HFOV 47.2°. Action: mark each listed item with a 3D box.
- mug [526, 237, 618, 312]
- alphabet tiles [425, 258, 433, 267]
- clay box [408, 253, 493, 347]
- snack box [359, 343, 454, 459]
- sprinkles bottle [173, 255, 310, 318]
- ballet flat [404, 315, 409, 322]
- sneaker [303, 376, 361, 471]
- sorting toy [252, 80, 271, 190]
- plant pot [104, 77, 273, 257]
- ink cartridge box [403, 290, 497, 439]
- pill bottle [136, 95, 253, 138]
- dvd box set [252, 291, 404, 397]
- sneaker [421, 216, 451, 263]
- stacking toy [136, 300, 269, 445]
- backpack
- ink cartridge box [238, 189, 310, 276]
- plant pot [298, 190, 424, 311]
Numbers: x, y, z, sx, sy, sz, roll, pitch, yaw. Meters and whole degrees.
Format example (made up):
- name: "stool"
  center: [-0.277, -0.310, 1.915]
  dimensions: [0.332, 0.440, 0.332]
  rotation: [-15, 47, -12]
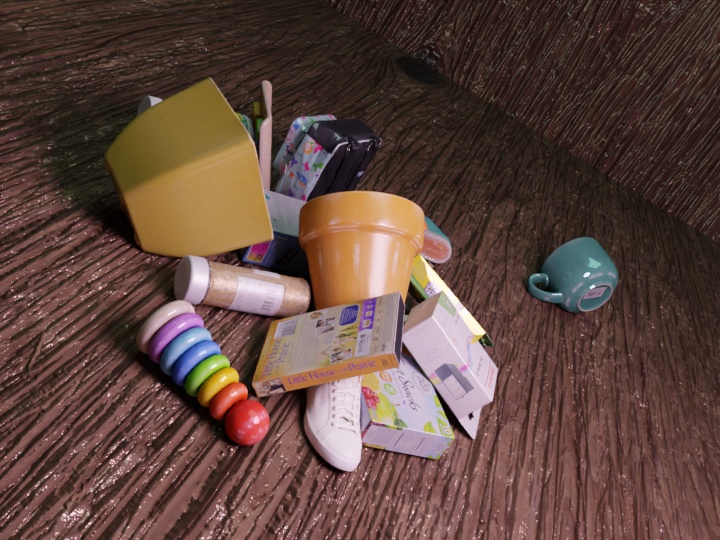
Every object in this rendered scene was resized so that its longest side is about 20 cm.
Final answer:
- name: "mug"
  center: [0.480, 0.030, 1.830]
  dimensions: [0.152, 0.185, 0.115]
  rotation: [36, 20, -48]
- name: "alphabet tiles"
  center: [0.058, -0.062, 1.683]
  dimensions: [0.199, 0.006, 0.167]
  rotation: [1, 39, -45]
- name: "clay box"
  center: [0.140, 0.064, 1.405]
  dimensions: [0.200, 0.047, 0.115]
  rotation: [51, -5, -1]
- name: "snack box"
  center: [0.039, 0.175, 1.199]
  dimensions: [0.141, 0.053, 0.201]
  rotation: [18, 29, -28]
- name: "sprinkles bottle"
  center: [-0.173, 0.028, 1.217]
  dimensions: [0.198, 0.069, 0.068]
  rotation: [12, 31, -34]
- name: "ballet flat"
  center: [0.115, 0.123, 1.353]
  dimensions: [0.199, 0.068, 0.068]
  rotation: [27, 28, -8]
- name: "sneaker"
  center: [-0.032, 0.171, 1.099]
  dimensions: [0.072, 0.085, 0.201]
  rotation: [18, 30, -27]
- name: "sorting toy"
  center: [-0.186, -0.236, 1.547]
  dimensions: [0.036, 0.187, 0.201]
  rotation: [1, 33, -7]
- name: "plant pot"
  center: [-0.269, -0.135, 1.250]
  dimensions: [0.198, 0.197, 0.195]
  rotation: [-23, 49, -15]
- name: "ink cartridge box"
  center: [0.150, 0.144, 1.267]
  dimensions: [0.201, 0.067, 0.117]
  rotation: [55, 22, -8]
- name: "pill bottle"
  center: [-0.307, -0.255, 1.518]
  dimensions: [0.198, 0.113, 0.113]
  rotation: [11, 32, -34]
- name: "dvd box set"
  center: [-0.040, 0.098, 1.117]
  dimensions: [0.147, 0.198, 0.030]
  rotation: [-81, 153, -60]
- name: "sneaker"
  center: [0.098, -0.087, 1.693]
  dimensions: [0.199, 0.072, 0.080]
  rotation: [32, 21, -10]
- name: "stacking toy"
  center: [-0.187, 0.133, 1.015]
  dimensions: [0.200, 0.086, 0.085]
  rotation: [45, 29, 18]
- name: "backpack"
  center: [-0.073, -0.191, 1.557]
  dimensions: [0.150, 0.201, 0.177]
  rotation: [36, 30, 22]
- name: "ink cartridge box"
  center: [-0.115, -0.062, 1.423]
  dimensions: [0.198, 0.077, 0.137]
  rotation: [13, 32, -29]
- name: "plant pot"
  center: [0.000, 0.000, 1.277]
  dimensions: [0.199, 0.200, 0.185]
  rotation: [12, 70, -32]
